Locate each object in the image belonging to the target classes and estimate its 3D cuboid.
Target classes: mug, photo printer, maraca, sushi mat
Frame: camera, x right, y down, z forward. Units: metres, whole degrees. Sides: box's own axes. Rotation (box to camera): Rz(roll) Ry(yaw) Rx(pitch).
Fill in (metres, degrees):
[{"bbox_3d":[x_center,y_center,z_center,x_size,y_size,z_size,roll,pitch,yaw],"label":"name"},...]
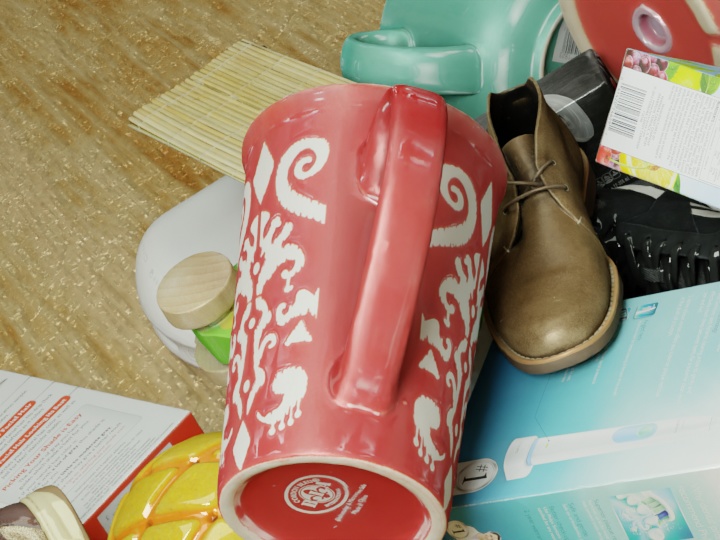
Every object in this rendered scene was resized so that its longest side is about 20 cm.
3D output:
[{"bbox_3d":[-0.009,0.018,1.199,0.133,0.178,0.201,-3,55,16],"label":"mug"},{"bbox_3d":[-0.045,-0.017,1.590,0.200,0.070,0.166,-32,28,-5],"label":"photo printer"},{"bbox_3d":[-0.066,0.161,1.282,0.137,0.107,0.200,-49,37,17],"label":"maraca"},{"bbox_3d":[-0.057,-0.090,1.487,0.096,0.012,0.200,-35,30,-18],"label":"sushi mat"},{"bbox_3d":[0.094,-0.127,1.559,0.185,0.152,0.114,-46,37,-21],"label":"mug"}]

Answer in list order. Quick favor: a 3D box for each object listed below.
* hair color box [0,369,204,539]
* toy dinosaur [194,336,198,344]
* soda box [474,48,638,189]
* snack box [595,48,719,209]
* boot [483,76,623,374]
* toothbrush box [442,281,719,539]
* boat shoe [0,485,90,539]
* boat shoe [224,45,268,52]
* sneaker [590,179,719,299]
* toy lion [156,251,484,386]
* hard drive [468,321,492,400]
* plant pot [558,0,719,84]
[{"bbox_3d":[-0.180,0.126,1.486,0.200,0.064,0.111,9,47,47],"label":"hair color box"},{"bbox_3d":[-0.028,0.083,1.396,0.199,0.047,0.088,6,65,39],"label":"toy dinosaur"},{"bbox_3d":[0.069,-0.043,1.464,0.200,0.063,0.071,-32,20,10],"label":"soda box"},{"bbox_3d":[0.245,-0.047,1.254,0.168,0.068,0.200,7,11,-41],"label":"snack box"},{"bbox_3d":[0.087,-0.025,1.300,0.073,0.076,0.200,-17,34,11],"label":"boot"},{"bbox_3d":[0.151,0.084,1.229,0.199,0.085,0.147,-13,32,28],"label":"toothbrush box"},{"bbox_3d":[-0.147,0.197,1.258,0.072,0.072,0.200,-16,57,-23],"label":"boat shoe"},{"bbox_3d":[-0.043,-0.092,1.571,0.066,0.072,0.201,-16,24,-2],"label":"boat shoe"},{"bbox_3d":[0.156,0.005,1.344,0.111,0.073,0.200,-12,18,-9],"label":"sneaker"},{"bbox_3d":[0.000,0.000,1.376,0.192,0.069,0.200,-40,38,-10],"label":"toy lion"},{"bbox_3d":[0.071,0.029,1.456,0.132,0.026,0.200,6,45,47],"label":"hard drive"},{"bbox_3d":[0.222,-0.181,1.468,0.177,0.201,0.200,-37,29,-24],"label":"plant pot"}]
